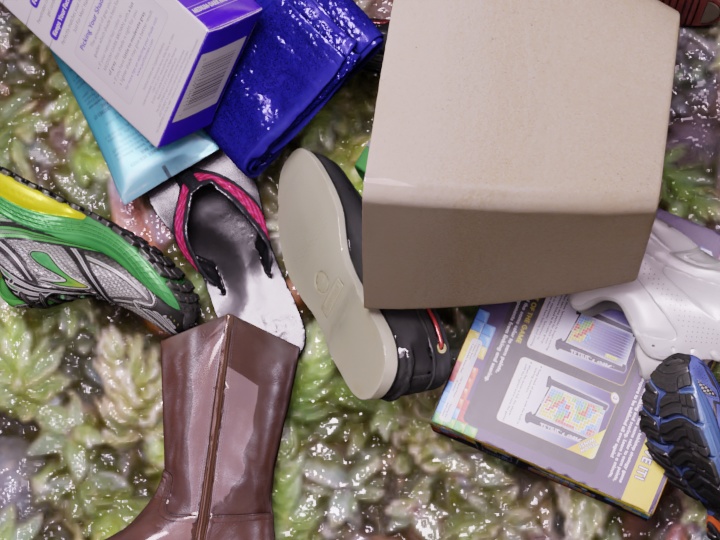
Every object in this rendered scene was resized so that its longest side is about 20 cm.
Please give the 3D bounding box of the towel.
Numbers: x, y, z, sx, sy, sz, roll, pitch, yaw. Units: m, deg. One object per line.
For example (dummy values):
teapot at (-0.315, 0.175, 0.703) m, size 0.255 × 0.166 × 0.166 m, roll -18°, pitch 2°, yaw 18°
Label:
towel at (-0.095, -0.181, 1.569) m, size 0.148 × 0.050 × 0.200 m, roll -45°, pitch 78°, yaw 24°

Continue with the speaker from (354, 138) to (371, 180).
speaker at (0.092, -0.114, 1.588) m, size 0.200 × 0.088 × 0.088 m, roll -43°, pitch 78°, yaw -4°

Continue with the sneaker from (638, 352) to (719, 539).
sneaker at (0.250, 0.125, 1.502) m, size 0.078 × 0.075 × 0.200 m, roll -44°, pitch 122°, yaw -19°

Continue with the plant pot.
plant pot at (0.102, -0.087, 1.432) m, size 0.176 × 0.200 × 0.201 m, roll 9°, pitch 69°, yaw 4°

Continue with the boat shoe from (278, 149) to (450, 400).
boat shoe at (-0.001, 0.002, 1.562) m, size 0.063 × 0.074 × 0.202 m, roll -2°, pitch 52°, yaw -34°

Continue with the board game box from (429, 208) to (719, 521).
board game box at (0.161, 0.048, 1.563) m, size 0.165 × 0.057 × 0.201 m, roll 23°, pitch 81°, yaw 7°

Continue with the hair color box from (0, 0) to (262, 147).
hair color box at (-0.170, -0.191, 1.547) m, size 0.200 × 0.109 × 0.065 m, roll 42°, pitch 40°, yaw 15°

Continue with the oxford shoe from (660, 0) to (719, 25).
oxford shoe at (0.173, -0.235, 1.615) m, size 0.199 × 0.070 × 0.075 m, roll 22°, pitch 66°, yaw 3°

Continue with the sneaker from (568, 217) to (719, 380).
sneaker at (0.228, 0.037, 1.503) m, size 0.200 × 0.078 × 0.100 m, roll 27°, pitch 88°, yaw 18°

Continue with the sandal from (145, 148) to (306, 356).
sandal at (-0.096, -0.023, 1.605) m, size 0.075 × 0.045 × 0.201 m, roll -27°, pitch 77°, yaw -1°

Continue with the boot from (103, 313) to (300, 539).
boot at (-0.139, 0.126, 1.557) m, size 0.186 × 0.064 × 0.201 m, roll 4°, pitch 89°, yaw -8°

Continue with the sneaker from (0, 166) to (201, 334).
sneaker at (-0.201, -0.001, 1.603) m, size 0.199 × 0.078 × 0.085 m, roll 25°, pitch 88°, yaw 18°

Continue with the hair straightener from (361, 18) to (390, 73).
hair straightener at (-0.033, -0.156, 1.619) m, size 0.199 × 0.041 × 0.077 m, roll 11°, pitch 37°, yaw 1°

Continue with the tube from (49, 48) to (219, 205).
tube at (-0.183, -0.147, 1.626) m, size 0.077 × 0.050 × 0.200 m, roll -33°, pitch 72°, yaw 2°
